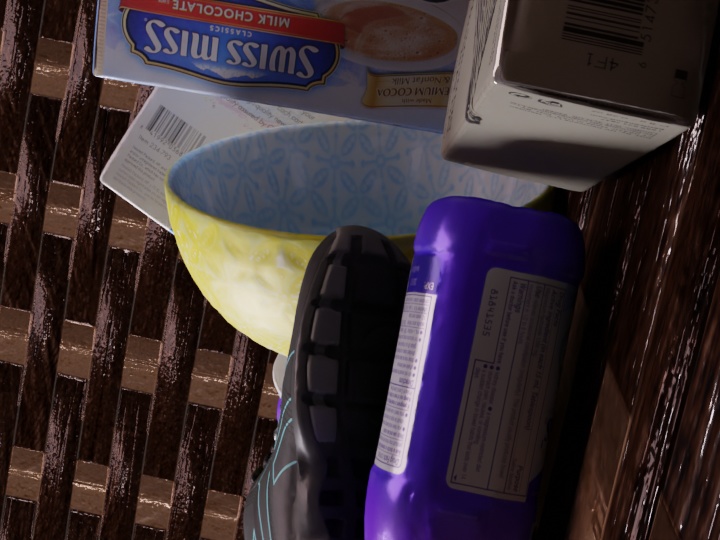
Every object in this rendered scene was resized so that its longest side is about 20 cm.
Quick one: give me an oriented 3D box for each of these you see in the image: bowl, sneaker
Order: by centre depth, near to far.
[{"bbox_3d":[-0.019,0.081,0.688,0.079,0.075,0.202,-7,75,50],"label":"sneaker"},{"bbox_3d":[0.000,0.000,0.821,0.200,0.198,0.109,-82,-8,-70],"label":"bowl"}]

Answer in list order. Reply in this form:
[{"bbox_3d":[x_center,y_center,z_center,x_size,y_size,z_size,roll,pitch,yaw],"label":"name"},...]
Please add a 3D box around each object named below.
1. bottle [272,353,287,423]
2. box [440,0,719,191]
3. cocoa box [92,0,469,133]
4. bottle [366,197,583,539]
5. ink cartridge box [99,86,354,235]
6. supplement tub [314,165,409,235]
[{"bbox_3d":[-0.009,0.107,1.032,0.084,0.065,0.200,-56,-27,-21],"label":"bottle"},{"bbox_3d":[0.075,-0.083,0.593,0.200,0.068,0.083,120,161,-85],"label":"box"},{"bbox_3d":[-0.026,-0.163,0.831,0.134,0.198,0.132,-80,-1,-65],"label":"cocoa box"},{"bbox_3d":[0.038,0.075,0.620,0.084,0.065,0.202,97,-176,-87],"label":"bottle"},{"bbox_3d":[-0.051,-0.105,0.957,0.201,0.116,0.067,-56,-3,7],"label":"ink cartridge box"},{"bbox_3d":[0.025,-0.002,1.001,0.200,0.121,0.124,106,175,-82],"label":"supplement tub"}]
